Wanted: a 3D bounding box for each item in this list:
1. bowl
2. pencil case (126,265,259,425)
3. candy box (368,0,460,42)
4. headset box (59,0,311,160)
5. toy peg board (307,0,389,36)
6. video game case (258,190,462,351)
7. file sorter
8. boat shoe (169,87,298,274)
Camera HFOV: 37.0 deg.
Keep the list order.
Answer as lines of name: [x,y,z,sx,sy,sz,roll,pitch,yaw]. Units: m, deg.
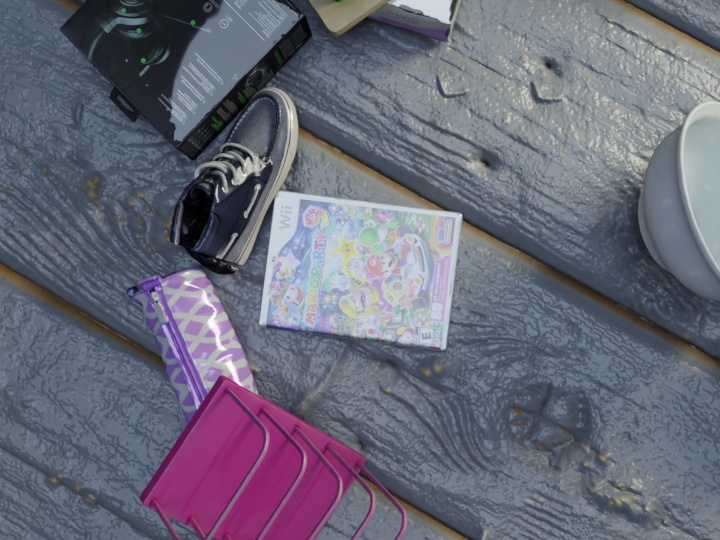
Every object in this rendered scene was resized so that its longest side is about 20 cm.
bowl: [0.335,-0.054,1.051,0.090,0.200,0.204,-21,85,46]
pencil case: [-0.161,0.091,1.090,0.083,0.085,0.202,-26,87,8]
candy box: [0.043,-0.361,1.111,0.166,0.072,0.202,18,87,3]
headset box: [-0.180,-0.238,1.104,0.174,0.093,0.200,43,90,4]
toy peg board: [-0.003,-0.372,1.029,0.199,0.098,0.200,-34,85,0]
video game case: [0.000,0.000,1.120,0.197,0.018,0.145,7,88,3]
file sorter: [-0.074,0.222,1.011,0.199,0.125,0.140,35,89,-35]
boat shoe: [-0.127,-0.097,1.087,0.074,0.093,0.202,16,88,21]
